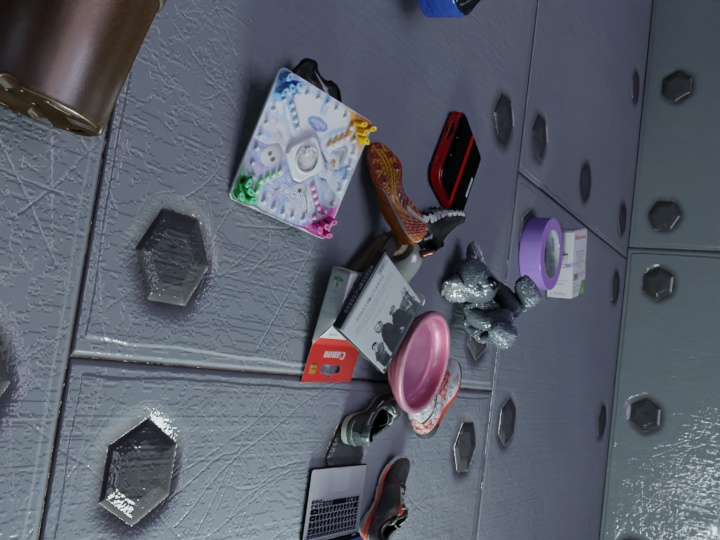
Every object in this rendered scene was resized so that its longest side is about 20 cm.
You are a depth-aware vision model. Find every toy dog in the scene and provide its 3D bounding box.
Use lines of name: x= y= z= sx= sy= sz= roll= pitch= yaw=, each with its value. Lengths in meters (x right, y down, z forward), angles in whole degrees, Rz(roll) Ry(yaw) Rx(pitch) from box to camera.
toy dog: x=0.092 y=0.024 z=1.453 sx=0.131 sy=0.094 sz=0.206 roll=-5 pitch=97 yaw=-56

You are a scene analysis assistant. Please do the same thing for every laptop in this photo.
laptop: x=-0.009 y=0.462 z=1.328 sx=0.186 sy=0.113 sz=0.206 roll=17 pitch=79 yaw=-57

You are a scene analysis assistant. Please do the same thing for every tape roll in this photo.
tape roll: x=0.520 y=-0.049 z=2.146 sx=0.198 sy=0.064 sz=0.206 roll=-8 pitch=100 yaw=-56

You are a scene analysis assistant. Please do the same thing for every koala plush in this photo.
koala plush: x=0.275 y=0.051 z=1.720 sx=0.200 sy=0.182 sz=0.179 roll=47 pitch=66 yaw=-23

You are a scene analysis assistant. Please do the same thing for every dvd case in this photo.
dvd case: x=0.035 y=0.076 z=1.303 sx=0.152 sy=0.024 sz=0.200 roll=-59 pitch=145 yaw=-13

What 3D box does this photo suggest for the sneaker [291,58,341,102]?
sneaker: x=-0.055 y=-0.256 z=1.205 sx=0.201 sy=0.065 sz=0.092 roll=54 pitch=53 yaw=-42

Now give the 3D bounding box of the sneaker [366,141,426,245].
sneaker: x=0.053 y=-0.139 z=1.396 sx=0.072 sy=0.077 sz=0.205 roll=-22 pitch=92 yaw=-32

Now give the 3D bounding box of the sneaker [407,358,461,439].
sneaker: x=0.159 y=0.250 z=1.611 sx=0.204 sy=0.066 sz=0.109 roll=-59 pitch=141 yaw=-31

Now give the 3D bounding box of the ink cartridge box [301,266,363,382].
ink cartridge box: x=-0.016 y=0.104 z=1.302 sx=0.160 sy=0.049 sz=0.205 roll=12 pitch=93 yaw=-56

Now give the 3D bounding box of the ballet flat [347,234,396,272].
ballet flat: x=0.000 y=0.000 z=1.363 sx=0.201 sy=0.045 sz=0.068 roll=-51 pitch=144 yaw=-35

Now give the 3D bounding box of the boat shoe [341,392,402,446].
boat shoe: x=0.039 y=0.287 z=1.431 sx=0.198 sy=0.060 sz=0.075 roll=-13 pitch=103 yaw=-57

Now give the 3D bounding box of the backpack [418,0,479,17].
backpack: x=0.173 y=-0.584 z=1.449 sx=0.202 sy=0.165 sz=0.164 roll=-58 pitch=135 yaw=-29

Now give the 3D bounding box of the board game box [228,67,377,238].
board game box: x=-0.081 y=-0.169 z=1.135 sx=0.197 sy=0.026 sz=0.204 roll=21 pitch=93 yaw=-43

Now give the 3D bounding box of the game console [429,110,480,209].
game console: x=0.216 y=-0.234 z=1.687 sx=0.178 sy=0.030 sz=0.204 roll=57 pitch=48 yaw=-50

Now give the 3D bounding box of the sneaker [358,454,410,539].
sneaker: x=0.069 y=0.465 z=1.481 sx=0.202 sy=0.080 sz=0.078 roll=-62 pitch=140 yaw=-32

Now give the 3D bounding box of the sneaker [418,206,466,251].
sneaker: x=0.159 y=-0.086 z=1.580 sx=0.198 sy=0.065 sz=0.093 roll=-12 pitch=106 yaw=-52

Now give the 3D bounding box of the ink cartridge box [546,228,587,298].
ink cartridge box: x=0.640 y=-0.026 z=2.318 sx=0.144 sy=0.082 sz=0.206 roll=-10 pitch=103 yaw=-56

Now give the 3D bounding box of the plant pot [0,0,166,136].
plant pot: x=-0.298 y=-0.257 z=0.742 sx=0.199 sy=0.196 sz=0.203 roll=28 pitch=77 yaw=-54

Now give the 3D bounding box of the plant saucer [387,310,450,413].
plant saucer: x=0.113 y=0.178 z=1.484 sx=0.199 sy=0.050 sz=0.206 roll=-27 pitch=123 yaw=-50
